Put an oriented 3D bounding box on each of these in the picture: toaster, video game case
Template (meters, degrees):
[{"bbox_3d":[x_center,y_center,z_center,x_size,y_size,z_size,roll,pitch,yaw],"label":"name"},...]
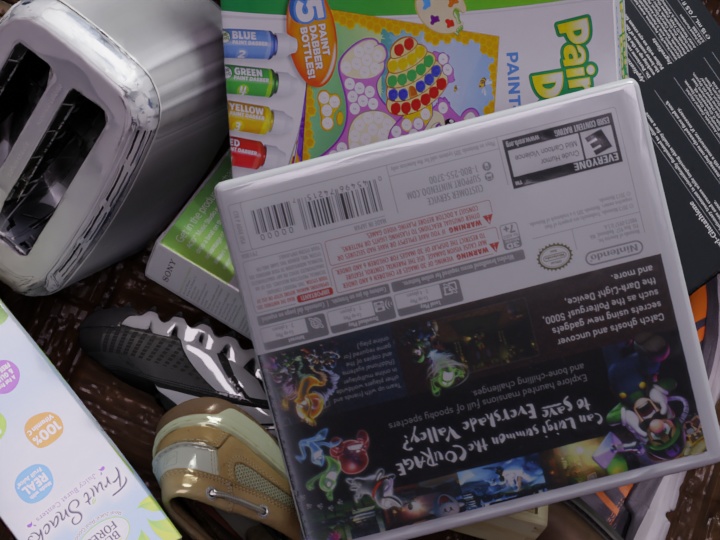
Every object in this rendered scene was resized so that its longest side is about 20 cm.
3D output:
[{"bbox_3d":[-0.141,-0.078,0.862,0.114,0.200,0.129,40,29,3],"label":"toaster"},{"bbox_3d":[0.051,0.024,0.765,0.200,0.023,0.182,-14,95,2],"label":"video game case"}]

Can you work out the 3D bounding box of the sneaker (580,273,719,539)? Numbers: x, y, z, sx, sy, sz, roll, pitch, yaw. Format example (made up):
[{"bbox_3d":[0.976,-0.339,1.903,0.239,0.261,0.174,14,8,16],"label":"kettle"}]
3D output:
[{"bbox_3d":[0.131,0.075,0.923,0.112,0.078,0.200,22,73,-2],"label":"sneaker"}]

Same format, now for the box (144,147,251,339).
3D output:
[{"bbox_3d":[0.000,0.000,0.920,0.200,0.036,0.144,32,48,0],"label":"box"}]

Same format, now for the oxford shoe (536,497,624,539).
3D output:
[{"bbox_3d":[0.118,0.199,0.856,0.073,0.084,0.200,-27,91,28],"label":"oxford shoe"}]

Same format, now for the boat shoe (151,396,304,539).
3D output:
[{"bbox_3d":[-0.034,0.151,0.844,0.200,0.072,0.076,40,29,-26],"label":"boat shoe"}]

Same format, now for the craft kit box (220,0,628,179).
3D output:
[{"bbox_3d":[0.031,-0.093,0.809,0.197,0.049,0.200,-3,96,14],"label":"craft kit box"}]

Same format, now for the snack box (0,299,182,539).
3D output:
[{"bbox_3d":[-0.171,0.083,0.835,0.068,0.169,0.200,-37,83,-11],"label":"snack box"}]

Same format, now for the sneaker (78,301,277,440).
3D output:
[{"bbox_3d":[-0.070,0.087,0.900,0.200,0.066,0.091,24,71,-2],"label":"sneaker"}]

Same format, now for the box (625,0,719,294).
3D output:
[{"bbox_3d":[0.130,-0.082,0.886,0.141,0.079,0.200,-33,87,-29],"label":"box"}]

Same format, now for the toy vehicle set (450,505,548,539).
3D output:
[{"bbox_3d":[0.041,0.039,0.867,0.124,0.027,0.200,18,50,-11],"label":"toy vehicle set"}]
